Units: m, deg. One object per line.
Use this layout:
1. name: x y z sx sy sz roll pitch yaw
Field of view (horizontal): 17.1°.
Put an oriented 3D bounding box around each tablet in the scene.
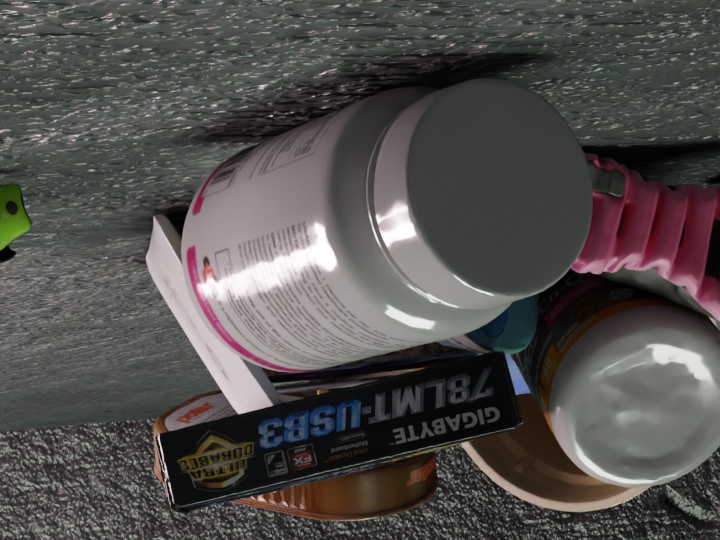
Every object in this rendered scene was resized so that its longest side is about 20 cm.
1. tablet: -0.093 0.034 1.452 0.014 0.130 0.200 -32 178 -9

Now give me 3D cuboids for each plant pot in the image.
1. plant pot: 0.187 0.066 1.823 0.200 0.201 0.183 -9 -176 27

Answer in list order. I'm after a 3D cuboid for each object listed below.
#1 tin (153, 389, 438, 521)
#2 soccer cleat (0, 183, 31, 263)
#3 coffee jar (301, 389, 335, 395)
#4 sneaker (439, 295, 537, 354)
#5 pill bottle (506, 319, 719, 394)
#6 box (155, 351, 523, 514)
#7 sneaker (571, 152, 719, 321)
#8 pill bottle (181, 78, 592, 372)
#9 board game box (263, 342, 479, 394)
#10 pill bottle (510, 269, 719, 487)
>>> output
1. tin: -0.043 0.117 1.556 0.200 0.042 0.112 8 -163 29
2. soccer cleat: -0.227 -0.004 1.237 0.081 0.068 0.200 -18 179 -27
3. coffee jar: -0.019 0.107 2.362 0.200 0.085 0.104 -2 172 -33
4. sneaker: 0.000 0.000 1.349 0.130 0.080 0.200 -10 153 42
5. pill bottle: 0.148 0.026 1.661 0.200 0.112 0.112 -7 174 14
6. box: -0.016 0.096 1.382 0.200 0.050 0.199 -14 174 -5
7. sneaker: 0.166 -0.017 1.364 0.200 0.079 0.095 20 173 -18
8. pill bottle: 0.010 -0.020 1.084 0.113 0.113 0.200 -3 173 -30
9. board game box: 0.002 0.020 1.517 0.159 0.097 0.200 -6 174 -7
10. pill bottle: 0.149 0.039 1.462 0.116 0.116 0.200 -5 -156 -10
